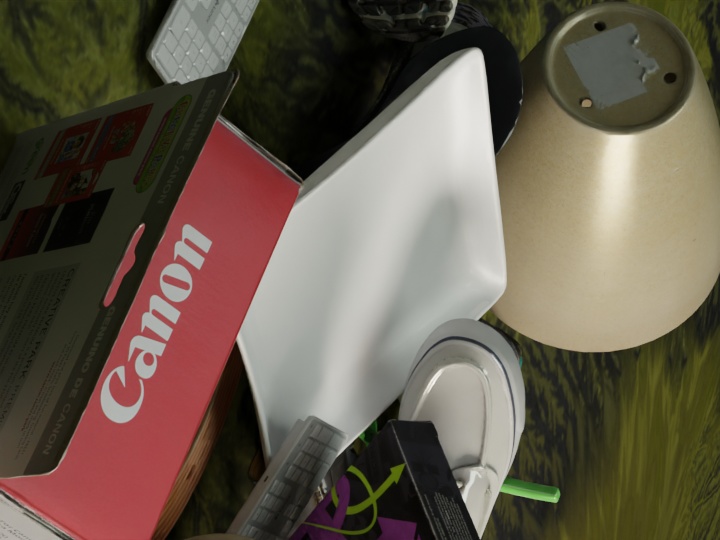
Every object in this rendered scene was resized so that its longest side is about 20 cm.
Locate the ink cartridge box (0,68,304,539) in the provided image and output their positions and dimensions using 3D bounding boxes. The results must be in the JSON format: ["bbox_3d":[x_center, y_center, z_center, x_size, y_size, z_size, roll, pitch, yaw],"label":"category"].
[{"bbox_3d":[-0.111,0.028,0.950,0.084,0.175,0.201,37,61,-29],"label":"ink cartridge box"}]

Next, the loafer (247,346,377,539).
[{"bbox_3d":[-0.037,0.118,1.283,0.072,0.073,0.202,-2,95,-41],"label":"loafer"}]

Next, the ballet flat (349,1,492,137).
[{"bbox_3d":[0.043,-0.101,1.353,0.201,0.072,0.072,-62,148,-33],"label":"ballet flat"}]

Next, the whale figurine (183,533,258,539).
[{"bbox_3d":[-0.083,0.237,1.135,0.159,0.104,0.201,32,86,-37],"label":"whale figurine"}]

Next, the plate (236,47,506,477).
[{"bbox_3d":[0.000,0.000,1.198,0.199,0.032,0.201,-42,145,-25],"label":"plate"}]

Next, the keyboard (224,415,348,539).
[{"bbox_3d":[-0.070,0.168,1.202,0.201,0.011,0.056,-57,149,-2],"label":"keyboard"}]

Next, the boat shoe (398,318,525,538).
[{"bbox_3d":[0.041,0.125,1.250,0.066,0.072,0.201,-59,168,-60],"label":"boat shoe"}]

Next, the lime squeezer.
[{"bbox_3d":[0.032,0.089,1.321,0.070,0.200,0.038,-25,143,-24],"label":"lime squeezer"}]

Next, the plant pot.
[{"bbox_3d":[0.151,-0.075,1.397,0.200,0.186,0.188,89,20,-64],"label":"plant pot"}]

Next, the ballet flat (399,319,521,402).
[{"bbox_3d":[0.041,0.109,1.428,0.201,0.072,0.072,-64,149,-32],"label":"ballet flat"}]

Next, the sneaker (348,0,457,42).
[{"bbox_3d":[0.033,-0.231,1.300,0.090,0.078,0.201,-46,137,-55],"label":"sneaker"}]

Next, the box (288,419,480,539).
[{"bbox_3d":[-0.001,0.196,1.189,0.036,0.144,0.200,5,136,-35],"label":"box"}]

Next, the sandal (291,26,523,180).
[{"bbox_3d":[0.027,-0.068,1.273,0.200,0.043,0.076,-43,98,-24],"label":"sandal"}]

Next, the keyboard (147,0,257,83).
[{"bbox_3d":[-0.062,-0.173,1.179,0.201,0.011,0.056,-67,151,-28],"label":"keyboard"}]

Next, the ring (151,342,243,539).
[{"bbox_3d":[-0.101,0.064,1.124,0.200,0.019,0.202,19,90,-76],"label":"ring"}]
